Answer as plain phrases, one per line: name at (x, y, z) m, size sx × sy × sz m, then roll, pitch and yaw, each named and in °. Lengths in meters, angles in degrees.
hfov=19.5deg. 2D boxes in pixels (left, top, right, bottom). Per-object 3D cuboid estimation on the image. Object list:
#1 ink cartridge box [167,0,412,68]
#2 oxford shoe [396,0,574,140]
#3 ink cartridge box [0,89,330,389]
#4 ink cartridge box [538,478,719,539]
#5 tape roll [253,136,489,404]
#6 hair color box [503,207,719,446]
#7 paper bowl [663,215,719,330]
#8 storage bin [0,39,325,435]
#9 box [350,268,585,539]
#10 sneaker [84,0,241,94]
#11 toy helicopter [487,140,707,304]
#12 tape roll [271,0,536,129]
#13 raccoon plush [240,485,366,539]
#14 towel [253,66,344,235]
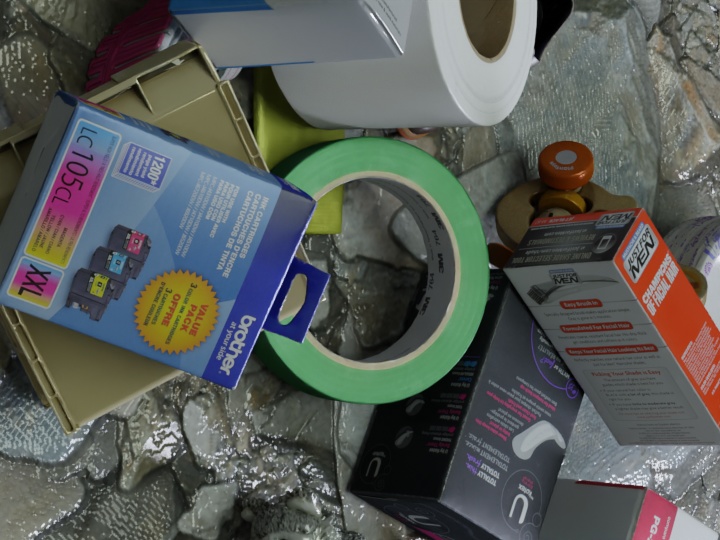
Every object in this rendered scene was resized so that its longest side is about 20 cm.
ink cartridge box at (-0.035, -0.246, 1.431) m, size 0.086 × 0.146 × 0.201 m, roll 47°, pitch 46°, yaw -57°
oxford shoe at (0.098, -0.175, 1.701) m, size 0.200 × 0.072 × 0.071 m, roll -47°, pitch 120°, yaw -32°
ink cartridge box at (-0.120, -0.014, 1.324) m, size 0.200 × 0.076 × 0.137 m, roll 21°, pitch 96°, yaw -23°
ink cartridge box at (0.234, 0.251, 1.772) m, size 0.200 × 0.145 × 0.084 m, roll 34°, pitch 66°, yaw -37°
tape roll at (0.000, 0.000, 1.586) m, size 0.200 × 0.048 × 0.201 m, roll -1°, pitch 91°, yaw -25°
hair color box at (0.212, 0.047, 1.635) m, size 0.200 × 0.111 × 0.064 m, roll 54°, pitch 53°, yaw -28°
paper bowl at (0.317, 0.051, 1.880) m, size 0.200 × 0.104 × 0.201 m, roll 1°, pitch 88°, yaw -43°
storage bin at (-0.157, -0.026, 1.398) m, size 0.200 × 0.094 × 0.199 m, roll -27°, pitch 110°, yaw -10°
box at (0.094, 0.112, 1.671) m, size 0.122 × 0.106 × 0.200 m, roll 35°, pitch 66°, yaw -37°
sneaker at (-0.120, -0.161, 1.495) m, size 0.088 × 0.081 × 0.200 m, roll 46°, pitch 61°, yaw -30°
toy helicopter at (0.192, -0.013, 1.712) m, size 0.132 × 0.200 × 0.079 m, roll -38°, pitch 143°, yaw -29°
tape roll at (0.032, -0.206, 1.556) m, size 0.203 × 0.139 × 0.203 m, roll -4°, pitch 94°, yaw -62°
raccoon plush at (-0.018, 0.210, 1.609) m, size 0.134 × 0.097 × 0.200 m, roll 66°, pitch 21°, yaw -3°
towel at (-0.049, -0.128, 1.606) m, size 0.086 × 0.018 × 0.201 m, roll 1°, pitch 90°, yaw -37°
